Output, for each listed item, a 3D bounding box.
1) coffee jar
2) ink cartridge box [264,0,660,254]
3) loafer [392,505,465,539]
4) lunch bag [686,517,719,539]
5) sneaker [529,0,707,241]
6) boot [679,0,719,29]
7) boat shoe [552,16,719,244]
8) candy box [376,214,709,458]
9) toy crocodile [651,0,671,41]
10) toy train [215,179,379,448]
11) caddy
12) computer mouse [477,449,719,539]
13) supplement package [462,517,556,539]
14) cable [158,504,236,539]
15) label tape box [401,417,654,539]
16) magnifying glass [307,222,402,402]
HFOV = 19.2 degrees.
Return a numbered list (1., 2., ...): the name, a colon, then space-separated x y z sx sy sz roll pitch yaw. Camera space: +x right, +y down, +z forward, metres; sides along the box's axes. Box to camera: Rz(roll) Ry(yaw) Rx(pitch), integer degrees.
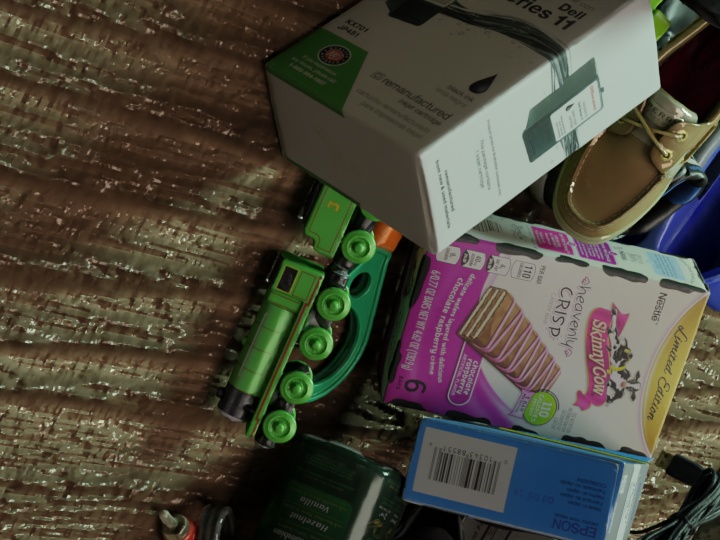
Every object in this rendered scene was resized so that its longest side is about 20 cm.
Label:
1. coffee jar: -0.040 0.218 1.459 0.104 0.085 0.200 53 58 -73
2. ink cartridge box: 0.065 -0.120 1.318 0.200 0.147 0.083 -36 138 -25
3. loafer: 0.043 0.205 1.551 0.200 0.072 0.063 -38 139 -81
4. lunch bag: 0.411 0.219 1.964 0.200 0.118 0.164 -57 143 -8
5. sneaker: 0.215 -0.111 1.510 0.073 0.112 0.200 19 103 -54
6. boot: 0.189 -0.208 1.339 0.165 0.200 0.066 12 108 -50
7. boat shoe: 0.201 -0.106 1.439 0.200 0.074 0.066 -53 173 -10
8. candy box: 0.124 0.042 1.480 0.200 0.061 0.136 11 113 -9
9. toy crocodile: 0.152 -0.149 1.457 0.200 0.067 0.062 -51 -174 -10
10. toy train: -0.037 0.021 1.384 0.056 0.042 0.200 23 100 -7
11. caddy: 0.268 -0.068 1.577 0.200 0.141 0.105 -54 146 -4
12. computer mouse: 0.180 0.158 1.616 0.140 0.200 0.046 -31 122 -37
13. supplement package: 0.167 0.292 1.683 0.152 0.200 0.151 21 100 -52
14. cable: -0.108 0.220 1.485 0.097 0.050 0.200 -64 157 -17
15. label tape box: 0.125 0.149 1.517 0.200 0.144 0.063 19 84 -75
16. magnifying glass: 0.000 0.000 1.440 0.080 0.022 0.200 25 99 -52
